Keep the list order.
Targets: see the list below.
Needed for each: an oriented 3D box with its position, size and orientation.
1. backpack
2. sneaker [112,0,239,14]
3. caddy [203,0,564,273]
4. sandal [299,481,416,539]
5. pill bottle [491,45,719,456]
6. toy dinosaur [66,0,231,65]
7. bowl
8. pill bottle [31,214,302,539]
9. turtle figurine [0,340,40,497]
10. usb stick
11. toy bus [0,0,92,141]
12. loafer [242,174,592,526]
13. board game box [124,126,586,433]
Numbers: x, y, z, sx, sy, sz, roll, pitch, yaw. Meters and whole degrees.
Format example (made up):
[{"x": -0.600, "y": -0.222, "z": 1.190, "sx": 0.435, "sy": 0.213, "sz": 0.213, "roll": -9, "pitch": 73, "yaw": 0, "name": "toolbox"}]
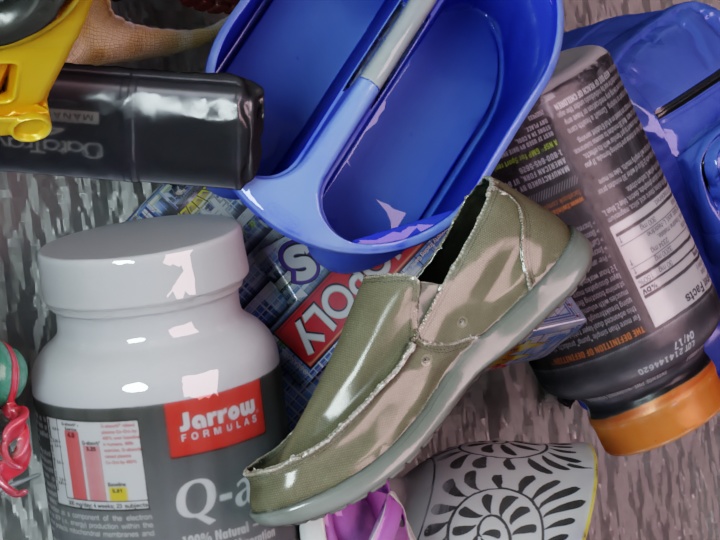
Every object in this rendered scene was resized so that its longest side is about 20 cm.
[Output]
[{"x": 0.178, "y": -0.049, "z": 1.604, "sx": 0.162, "sy": 0.168, "sz": 0.200, "roll": -34, "pitch": 105, "yaw": -48, "name": "backpack"}, {"x": -0.089, "y": -0.180, "z": 1.406, "sx": 0.200, "sy": 0.078, "sz": 0.082, "roll": 1, "pitch": 57, "yaw": -41, "name": "sneaker"}, {"x": 0.008, "y": -0.094, "z": 1.349, "sx": 0.141, "sy": 0.105, "sz": 0.200, "roll": 33, "pitch": 71, "yaw": -3, "name": "caddy"}, {"x": 0.009, "y": 0.151, "z": 1.343, "sx": 0.082, "sy": 0.050, "sz": 0.203, "roll": -4, "pitch": 91, "yaw": -68, "name": "sandal"}, {"x": 0.119, "y": -0.006, "z": 1.491, "sx": 0.106, "sy": 0.106, "sz": 0.200, "roll": -34, "pitch": 103, "yaw": -42, "name": "pill bottle"}, {"x": -0.143, "y": -0.102, "z": 1.331, "sx": 0.200, "sy": 0.058, "sz": 0.101, "roll": 14, "pitch": 114, "yaw": -33, "name": "toy dinosaur"}, {"x": 0.035, "y": 0.160, "z": 1.450, "sx": 0.094, "sy": 0.201, "sz": 0.201, "roll": 25, "pitch": 64, "yaw": -6, "name": "bowl"}, {"x": -0.089, "y": 0.082, "z": 1.323, "sx": 0.116, "sy": 0.116, "sz": 0.201, "roll": -19, "pitch": 107, "yaw": -44, "name": "pill bottle"}, {"x": -0.219, "y": 0.051, "z": 1.250, "sx": 0.200, "sy": 0.101, "sz": 0.150, "roll": -4, "pitch": 82, "yaw": -37, "name": "turtle figurine"}, {"x": -0.141, "y": -0.068, "z": 1.284, "sx": 0.033, "sy": 0.199, "sz": 0.056, "roll": -77, "pitch": 170, "yaw": -60, "name": "usb stick"}, {"x": -0.211, "y": -0.118, "z": 1.177, "sx": 0.199, "sy": 0.192, "sz": 0.136, "roll": 3, "pitch": 47, "yaw": -21, "name": "toy bus"}, {"x": 0.014, "y": 0.034, "z": 1.287, "sx": 0.200, "sy": 0.075, "sz": 0.070, "roll": -44, "pitch": 103, "yaw": -18, "name": "loafer"}, {"x": 0.000, "y": 0.000, "z": 1.417, "sx": 0.200, "sy": 0.062, "sz": 0.200, "roll": 42, "pitch": 63, "yaw": -1, "name": "board game box"}]
